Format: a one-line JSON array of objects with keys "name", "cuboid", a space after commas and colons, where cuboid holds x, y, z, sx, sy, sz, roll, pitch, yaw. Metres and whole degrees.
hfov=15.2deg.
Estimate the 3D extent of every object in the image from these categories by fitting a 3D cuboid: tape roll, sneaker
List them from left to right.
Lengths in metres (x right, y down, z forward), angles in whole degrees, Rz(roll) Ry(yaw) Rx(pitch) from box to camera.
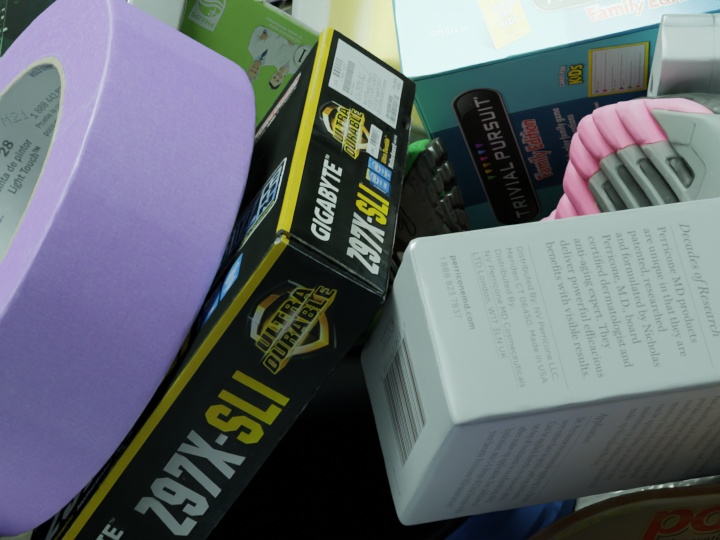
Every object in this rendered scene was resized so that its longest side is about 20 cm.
[{"name": "tape roll", "cuboid": [-0.120, -0.004, 1.013, 0.200, 0.066, 0.200, -47, 27, 33]}, {"name": "sneaker", "cuboid": [0.000, 0.000, 1.125, 0.085, 0.078, 0.200, -13, -8, -11]}, {"name": "sneaker", "cuboid": [0.128, -0.022, 1.066, 0.095, 0.079, 0.200, -17, -14, -20]}]

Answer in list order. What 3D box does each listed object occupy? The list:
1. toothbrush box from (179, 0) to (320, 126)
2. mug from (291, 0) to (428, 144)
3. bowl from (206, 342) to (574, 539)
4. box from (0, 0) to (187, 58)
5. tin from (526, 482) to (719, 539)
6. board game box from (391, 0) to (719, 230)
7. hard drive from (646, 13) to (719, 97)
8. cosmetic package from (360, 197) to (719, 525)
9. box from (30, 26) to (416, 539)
[{"name": "toothbrush box", "cuboid": [-0.119, -0.048, 1.263, 0.146, 0.086, 0.200, 28, 92, 56]}, {"name": "mug", "cuboid": [0.029, -0.123, 1.277, 0.149, 0.187, 0.153, 9, 63, 8]}, {"name": "bowl", "cuboid": [-0.014, 0.095, 1.074, 0.200, 0.039, 0.201, -18, 28, 10]}, {"name": "box", "cuboid": [-0.160, -0.060, 1.216, 0.200, 0.036, 0.145, -13, 59, 45]}, {"name": "tin", "cuboid": [0.134, 0.117, 0.921, 0.200, 0.042, 0.112, -8, 35, 29]}, {"name": "board game box", "cuboid": [0.127, -0.081, 1.135, 0.200, 0.151, 0.047, -12, 60, 8]}, {"name": "hard drive", "cuboid": [0.213, -0.068, 1.049, 0.199, 0.132, 0.027, 1, 75, 3]}, {"name": "cosmetic package", "cuboid": [0.109, 0.027, 0.948, 0.200, 0.101, 0.071, -7, 67, -15]}, {"name": "box", "cuboid": [-0.054, 0.027, 1.015, 0.200, 0.049, 0.160, -53, 16, 29]}]
